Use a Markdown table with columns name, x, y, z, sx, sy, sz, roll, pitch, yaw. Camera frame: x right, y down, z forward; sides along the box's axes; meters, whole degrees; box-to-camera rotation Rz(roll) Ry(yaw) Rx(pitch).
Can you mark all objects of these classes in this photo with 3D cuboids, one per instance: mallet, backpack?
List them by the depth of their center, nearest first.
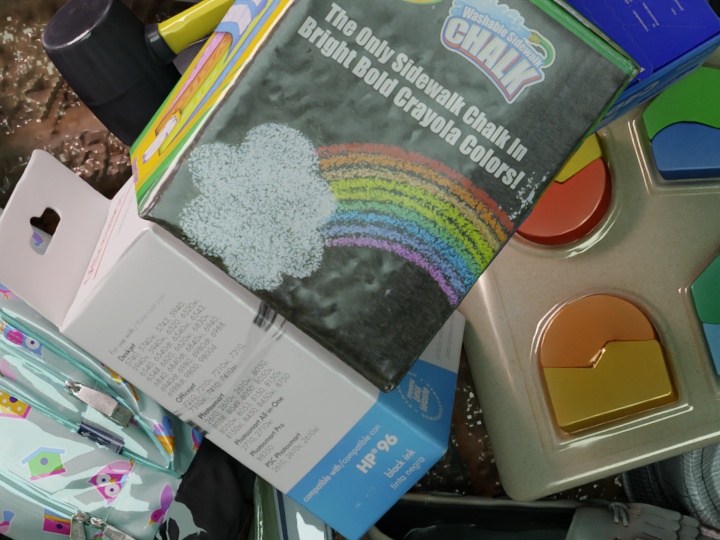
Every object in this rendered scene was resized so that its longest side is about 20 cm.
| name | x | y | z | sx | sy | sz | roll | pitch | yaw |
| --- | --- | --- | --- | --- | --- | --- | --- | --- | --- |
| mallet | -0.032 | -0.114 | 0.983 | 0.199 | 0.041 | 0.066 | -22 | 127 | 10 |
| backpack | -0.143 | 0.058 | 1.040 | 0.200 | 0.167 | 0.127 | 31 | 98 | -8 |

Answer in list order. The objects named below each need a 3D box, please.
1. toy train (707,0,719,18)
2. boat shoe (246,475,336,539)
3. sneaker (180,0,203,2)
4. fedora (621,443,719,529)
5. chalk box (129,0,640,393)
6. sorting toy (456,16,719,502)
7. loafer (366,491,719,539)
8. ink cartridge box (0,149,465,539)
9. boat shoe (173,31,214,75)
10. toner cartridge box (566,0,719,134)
| name | x | y | z | sx | sy | sz | roll | pitch | yaw |
| --- | --- | --- | --- | --- | --- | --- | --- | --- | --- |
| toy train | 0.087 | -0.155 | 1.080 | 0.199 | 0.034 | 0.046 | 28 | 108 | -4 |
| boat shoe | -0.039 | 0.169 | 1.108 | 0.062 | 0.072 | 0.201 | -4 | 101 | -1 |
| sneaker | -0.110 | -0.185 | 1.040 | 0.200 | 0.074 | 0.119 | 12 | 93 | 15 |
| fedora | 0.218 | 0.072 | 1.079 | 0.199 | 0.090 | 0.178 | -16 | 98 | 3 |
| chalk box | 0.017 | -0.079 | 0.906 | 0.125 | 0.124 | 0.200 | 36 | 97 | -14 |
| sorting toy | 0.130 | -0.012 | 1.044 | 0.199 | 0.036 | 0.186 | -20 | 72 | 16 |
| loafer | 0.088 | 0.134 | 1.055 | 0.199 | 0.072 | 0.063 | 0 | 143 | 34 |
| ink cartridge box | -0.054 | 0.010 | 1.009 | 0.200 | 0.116 | 0.068 | 37 | 117 | -14 |
| boat shoe | -0.005 | -0.105 | 1.070 | 0.199 | 0.076 | 0.060 | -15 | 54 | -6 |
| toner cartridge box | 0.061 | -0.154 | 1.022 | 0.095 | 0.043 | 0.200 | -31 | 81 | -21 |
